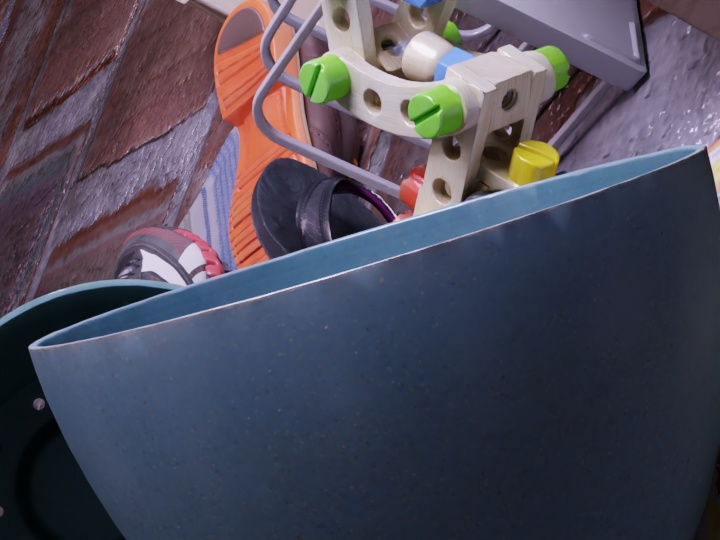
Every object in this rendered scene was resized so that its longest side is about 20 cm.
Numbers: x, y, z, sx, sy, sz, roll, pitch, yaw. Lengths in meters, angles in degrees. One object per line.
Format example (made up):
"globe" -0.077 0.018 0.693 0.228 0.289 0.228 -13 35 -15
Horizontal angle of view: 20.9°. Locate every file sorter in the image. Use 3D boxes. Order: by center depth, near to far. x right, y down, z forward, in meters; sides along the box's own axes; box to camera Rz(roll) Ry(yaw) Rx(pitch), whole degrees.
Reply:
"file sorter" 0.032 -0.139 0.897 0.125 0.139 0.200 -52 25 37

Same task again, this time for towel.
"towel" -0.081 -0.017 1.193 0.200 0.024 0.147 -57 25 27

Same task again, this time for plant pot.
"plant pot" 0.021 0.056 0.562 0.200 0.200 0.135 -10 98 65
"plant pot" -0.119 0.106 0.925 0.201 0.200 0.161 -68 12 -7

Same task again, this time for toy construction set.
"toy construction set" 0.028 -0.031 0.788 0.092 0.131 0.200 -35 -35 -26

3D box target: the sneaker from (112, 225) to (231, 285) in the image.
"sneaker" -0.119 0.027 1.094 0.071 0.098 0.200 -62 28 22

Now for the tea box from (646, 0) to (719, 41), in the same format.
"tea box" 0.136 -0.230 0.751 0.200 0.134 0.197 -55 24 26

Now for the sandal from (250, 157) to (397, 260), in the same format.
"sandal" 0.001 0.001 0.913 0.048 0.075 0.200 -60 30 27

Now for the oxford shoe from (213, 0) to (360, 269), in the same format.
"oxford shoe" -0.026 -0.052 1.053 0.071 0.073 0.200 -28 59 42

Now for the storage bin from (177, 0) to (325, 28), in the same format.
"storage bin" -0.053 -0.254 1.287 0.200 0.094 0.199 -64 20 5

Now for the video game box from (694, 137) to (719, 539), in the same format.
"video game box" 0.114 0.045 0.628 0.200 0.047 0.182 -43 33 46
